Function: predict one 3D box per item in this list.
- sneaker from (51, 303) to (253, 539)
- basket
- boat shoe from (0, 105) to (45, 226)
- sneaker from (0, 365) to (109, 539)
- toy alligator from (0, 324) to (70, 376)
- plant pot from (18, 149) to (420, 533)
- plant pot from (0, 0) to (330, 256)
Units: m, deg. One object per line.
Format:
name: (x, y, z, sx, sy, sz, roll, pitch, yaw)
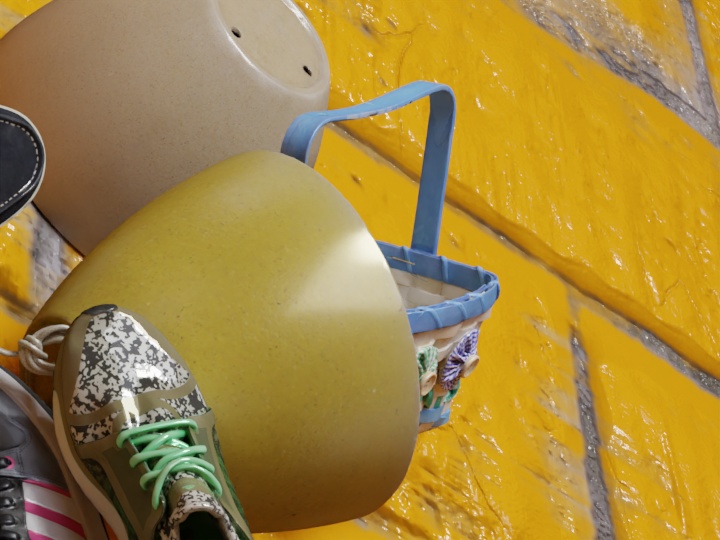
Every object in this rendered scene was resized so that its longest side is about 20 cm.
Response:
sneaker: (-0.080, 0.102, 1.179, 0.077, 0.089, 0.200, -16, 76, -23)
basket: (0.000, 0.000, 1.455, 0.176, 0.139, 0.200, -22, 118, -57)
boat shoe: (-0.206, -0.044, 1.211, 0.200, 0.062, 0.075, -11, 94, -59)
sneaker: (-0.177, 0.130, 1.190, 0.200, 0.084, 0.121, 61, 21, 14)
toy alligator: (-0.232, 0.023, 1.219, 0.200, 0.059, 0.054, 9, 5, -19)
plant pot: (-0.087, 0.053, 1.316, 0.142, 0.200, 0.200, -19, 72, -35)
plant pot: (-0.096, -0.101, 1.498, 0.200, 0.134, 0.200, 34, 34, -27)
